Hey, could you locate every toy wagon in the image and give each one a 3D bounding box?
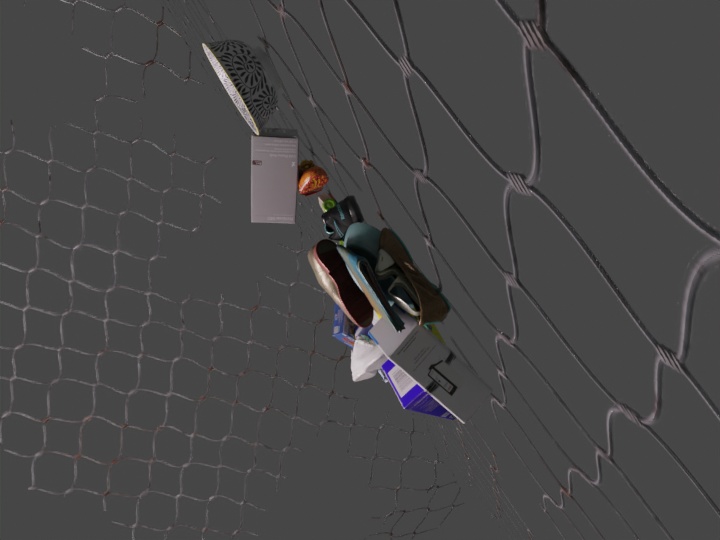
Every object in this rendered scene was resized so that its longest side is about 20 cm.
[{"bbox_3d":[-0.039,-0.094,1.600,0.201,0.039,0.155,56,174,7],"label":"toy wagon"}]

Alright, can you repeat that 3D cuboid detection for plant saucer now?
[{"bbox_3d":[0.030,0.003,1.253,0.200,0.036,0.201,39,151,26],"label":"plant saucer"}]

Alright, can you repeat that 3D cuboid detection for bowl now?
[{"bbox_3d":[-0.217,-0.379,1.298,0.202,0.094,0.201,56,173,10],"label":"bowl"}]

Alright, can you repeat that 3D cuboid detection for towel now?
[{"bbox_3d":[0.015,0.025,1.170,0.147,0.022,0.200,59,175,-14],"label":"towel"}]

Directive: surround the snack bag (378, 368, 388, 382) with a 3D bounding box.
[{"bbox_3d":[0.053,0.160,1.708,0.190,0.021,0.200,60,-151,-14],"label":"snack bag"}]

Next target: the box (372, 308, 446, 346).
[{"bbox_3d":[0.094,0.114,1.358,0.199,0.048,0.118,17,144,55],"label":"box"}]

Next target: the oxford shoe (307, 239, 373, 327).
[{"bbox_3d":[-0.041,0.031,1.363,0.075,0.070,0.201,-25,95,58],"label":"oxford shoe"}]

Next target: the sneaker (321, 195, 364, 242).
[{"bbox_3d":[-0.037,-0.096,1.352,0.200,0.079,0.076,78,168,-73],"label":"sneaker"}]

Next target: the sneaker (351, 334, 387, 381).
[{"bbox_3d":[0.021,0.177,1.452,0.200,0.075,0.089,-45,56,55],"label":"sneaker"}]

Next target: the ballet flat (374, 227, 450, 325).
[{"bbox_3d":[0.069,0.013,1.108,0.201,0.072,0.068,55,163,23],"label":"ballet flat"}]

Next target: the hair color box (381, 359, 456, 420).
[{"bbox_3d":[0.140,0.240,1.368,0.199,0.065,0.110,24,-152,-47],"label":"hair color box"}]

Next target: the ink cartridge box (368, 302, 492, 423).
[{"bbox_3d":[0.124,0.165,1.189,0.200,0.084,0.146,42,179,-19],"label":"ink cartridge box"}]

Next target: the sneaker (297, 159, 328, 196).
[{"bbox_3d":[-0.120,-0.214,1.489,0.200,0.072,0.078,-176,63,-79],"label":"sneaker"}]

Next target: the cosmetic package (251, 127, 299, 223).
[{"bbox_3d":[-0.192,-0.210,1.463,0.090,0.106,0.202,-108,19,-65],"label":"cosmetic package"}]

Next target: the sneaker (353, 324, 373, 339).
[{"bbox_3d":[0.061,0.141,1.586,0.198,0.081,0.115,23,-155,-31],"label":"sneaker"}]

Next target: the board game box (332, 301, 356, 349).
[{"bbox_3d":[-0.009,0.091,1.600,0.135,0.034,0.202,38,-136,-43],"label":"board game box"}]
